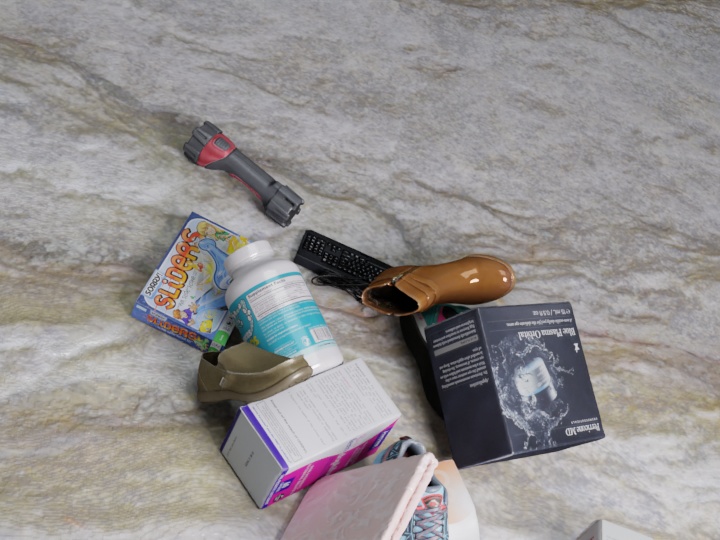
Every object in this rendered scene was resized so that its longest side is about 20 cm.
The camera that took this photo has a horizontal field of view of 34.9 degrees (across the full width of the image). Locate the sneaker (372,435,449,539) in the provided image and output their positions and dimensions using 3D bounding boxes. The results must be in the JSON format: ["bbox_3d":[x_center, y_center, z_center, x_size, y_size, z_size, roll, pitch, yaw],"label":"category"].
[{"bbox_3d":[0.068,0.298,1.397,0.079,0.096,0.201,-6,61,-28],"label":"sneaker"}]

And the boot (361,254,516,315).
[{"bbox_3d":[0.108,0.023,1.620,0.198,0.077,0.155,6,12,21],"label":"boot"}]

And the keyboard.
[{"bbox_3d":[0.000,0.000,1.729,0.199,0.040,0.105,23,44,-5],"label":"keyboard"}]

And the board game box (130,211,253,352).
[{"bbox_3d":[-0.219,0.017,1.609,0.134,0.035,0.201,26,45,-3],"label":"board game box"}]

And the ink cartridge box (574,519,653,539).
[{"bbox_3d":[0.295,0.433,1.409,0.082,0.146,0.201,21,45,-9],"label":"ink cartridge box"}]

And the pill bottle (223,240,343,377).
[{"bbox_3d":[-0.111,0.063,1.534,0.110,0.111,0.201,-17,72,-36],"label":"pill bottle"}]

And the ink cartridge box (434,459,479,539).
[{"bbox_3d":[0.083,0.346,1.454,0.161,0.050,0.201,-6,51,-29],"label":"ink cartridge box"}]

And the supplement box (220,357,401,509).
[{"bbox_3d":[-0.063,0.205,1.470,0.199,0.102,0.104,-21,63,-38],"label":"supplement box"}]

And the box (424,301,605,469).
[{"bbox_3d":[0.212,0.155,1.575,0.195,0.117,0.202,-2,74,-40],"label":"box"}]

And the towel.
[{"bbox_3d":[-0.017,0.302,1.351,0.032,0.199,0.191,52,44,-19],"label":"towel"}]

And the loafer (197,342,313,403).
[{"bbox_3d":[-0.143,0.125,1.436,0.076,0.199,0.068,-21,96,-49],"label":"loafer"}]

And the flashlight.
[{"bbox_3d":[-0.179,-0.143,1.756,0.200,0.068,0.068,40,11,5],"label":"flashlight"}]

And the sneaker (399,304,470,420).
[{"bbox_3d":[0.142,0.124,1.661,0.120,0.084,0.201,-7,53,-19],"label":"sneaker"}]
